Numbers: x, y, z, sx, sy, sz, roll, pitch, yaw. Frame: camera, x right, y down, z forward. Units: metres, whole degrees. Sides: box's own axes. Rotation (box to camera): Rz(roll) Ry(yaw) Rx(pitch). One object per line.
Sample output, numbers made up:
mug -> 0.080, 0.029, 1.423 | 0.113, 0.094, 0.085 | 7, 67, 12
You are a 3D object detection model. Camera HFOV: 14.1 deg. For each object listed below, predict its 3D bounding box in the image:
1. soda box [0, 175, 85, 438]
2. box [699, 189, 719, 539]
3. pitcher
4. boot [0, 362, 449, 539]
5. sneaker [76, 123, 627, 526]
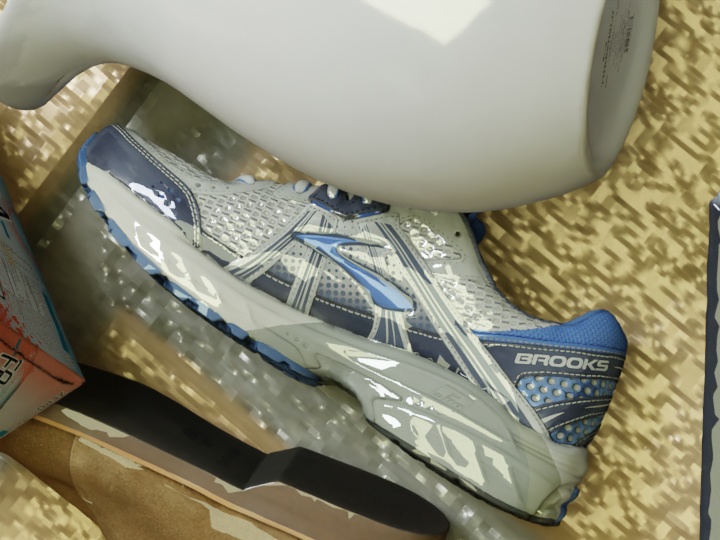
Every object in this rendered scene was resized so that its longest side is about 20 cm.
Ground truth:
soda box -> -0.162, -0.031, 0.959 | 0.068, 0.064, 0.201 | -32, 56, 10
box -> 0.160, 0.078, 0.873 | 0.104, 0.148, 0.201 | 2, 89, 14
pitcher -> -0.009, -0.112, 0.903 | 0.199, 0.121, 0.172 | 14, 115, 17
boot -> -0.075, 0.080, 0.974 | 0.199, 0.074, 0.076 | 24, 104, 11
sneaker -> 0.000, 0.000, 0.961 | 0.200, 0.077, 0.085 | 32, 86, 5
